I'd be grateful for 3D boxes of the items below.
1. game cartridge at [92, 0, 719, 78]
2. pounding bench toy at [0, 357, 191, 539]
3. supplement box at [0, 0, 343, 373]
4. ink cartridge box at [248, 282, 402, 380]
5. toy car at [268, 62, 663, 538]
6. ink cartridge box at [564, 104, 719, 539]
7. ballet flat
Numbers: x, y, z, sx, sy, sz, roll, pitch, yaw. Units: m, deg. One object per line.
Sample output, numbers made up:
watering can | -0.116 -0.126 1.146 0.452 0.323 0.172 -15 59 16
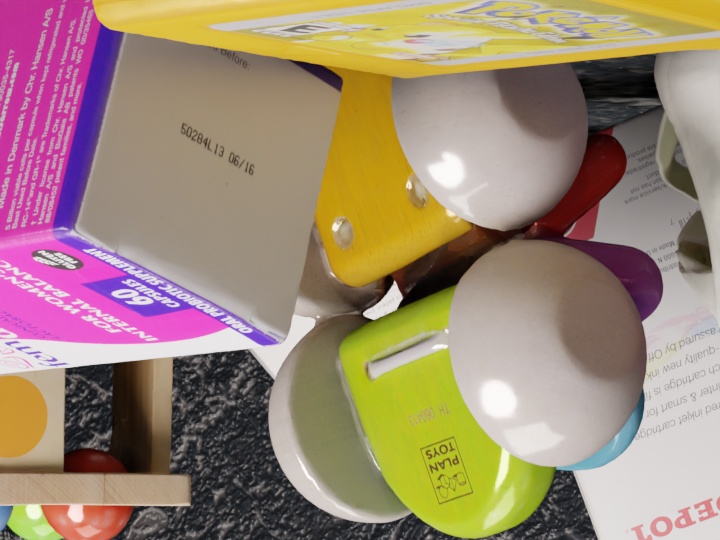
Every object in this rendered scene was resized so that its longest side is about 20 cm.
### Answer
game cartridge | 0.049 -0.085 0.746 0.199 0.033 0.176 0 178 36
pounding bench toy | -0.167 0.040 1.088 0.123 0.158 0.200 3 176 -27
supplement box | -0.118 -0.029 0.871 0.199 0.104 0.101 -6 154 44
ink cartridge box | 0.000 0.000 1.141 0.115 0.068 0.200 -27 136 10
toy car | 0.050 0.001 0.969 0.149 0.202 0.175 -5 166 -39
ink cartridge box | 0.166 0.030 1.161 0.144 0.202 0.144 -21 171 17
ballet flat | 0.157 -0.025 1.013 0.069 0.070 0.201 0 138 17
